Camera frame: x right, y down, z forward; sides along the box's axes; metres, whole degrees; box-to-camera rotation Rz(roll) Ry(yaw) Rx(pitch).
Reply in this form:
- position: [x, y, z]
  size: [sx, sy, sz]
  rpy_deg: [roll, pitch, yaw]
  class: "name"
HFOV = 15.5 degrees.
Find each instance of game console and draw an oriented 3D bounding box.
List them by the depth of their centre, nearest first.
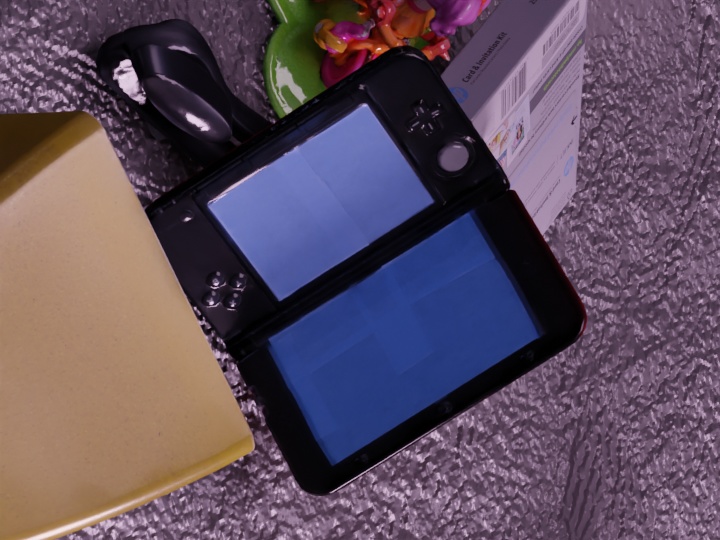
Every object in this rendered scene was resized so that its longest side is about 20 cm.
- position: [0.000, 0.000, 1.539]
  size: [0.200, 0.119, 0.172]
  rpy_deg: [-32, 124, 6]
  class: "game console"

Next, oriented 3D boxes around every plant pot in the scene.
- position: [-0.209, 0.048, 1.366]
  size: [0.176, 0.200, 0.200]
  rpy_deg: [-34, 110, -28]
  class: "plant pot"

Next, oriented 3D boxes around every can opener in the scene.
- position: [-0.084, -0.082, 1.583]
  size: [0.200, 0.063, 0.079]
  rpy_deg: [42, 32, -45]
  class: "can opener"

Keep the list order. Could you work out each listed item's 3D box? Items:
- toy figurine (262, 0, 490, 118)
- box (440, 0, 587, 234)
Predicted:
- position: [0.039, -0.185, 1.607]
  size: [0.150, 0.184, 0.200]
  rpy_deg: [29, 68, -28]
  class: "toy figurine"
- position: [0.092, -0.079, 1.690]
  size: [0.156, 0.041, 0.200]
  rpy_deg: [-51, 154, -34]
  class: "box"
